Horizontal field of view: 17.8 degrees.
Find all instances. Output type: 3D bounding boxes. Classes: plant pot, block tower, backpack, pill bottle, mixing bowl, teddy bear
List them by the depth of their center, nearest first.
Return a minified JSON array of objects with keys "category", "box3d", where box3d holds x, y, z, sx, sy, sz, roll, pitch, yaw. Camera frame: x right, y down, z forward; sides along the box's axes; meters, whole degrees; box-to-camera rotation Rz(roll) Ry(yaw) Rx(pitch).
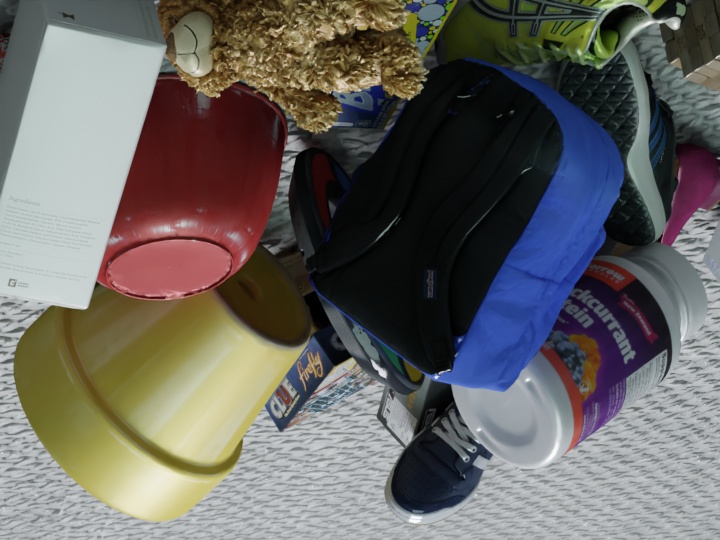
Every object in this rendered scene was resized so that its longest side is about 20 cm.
[{"category":"teddy bear","box3d":[-0.050,-0.151,1.473,0.199,0.067,0.145,16,143,16]},{"category":"backpack","box3d":[0.084,-0.040,1.586,0.167,0.162,0.201,9,111,-56]},{"category":"block tower","box3d":[0.305,-0.192,1.606,0.058,0.054,0.200,14,146,-39]},{"category":"mixing bowl","box3d":[-0.146,-0.048,1.696,0.199,0.109,0.200,-7,153,-3]},{"category":"pill bottle","box3d":[0.171,0.056,1.732,0.200,0.112,0.111,-32,170,-37]},{"category":"plant pot","box3d":[-0.146,0.068,1.852,0.189,0.201,0.200,-41,142,23]}]

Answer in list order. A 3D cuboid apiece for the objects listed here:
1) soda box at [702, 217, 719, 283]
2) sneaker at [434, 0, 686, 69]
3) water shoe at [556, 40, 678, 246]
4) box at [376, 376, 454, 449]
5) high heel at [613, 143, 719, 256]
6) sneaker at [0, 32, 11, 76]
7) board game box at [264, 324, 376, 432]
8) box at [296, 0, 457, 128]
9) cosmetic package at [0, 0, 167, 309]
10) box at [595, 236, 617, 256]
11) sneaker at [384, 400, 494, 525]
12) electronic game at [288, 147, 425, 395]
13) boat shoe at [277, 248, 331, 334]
[{"category":"soda box","box3d":[0.341,-0.046,1.873,0.068,0.064,0.200,-31,159,-17]},{"category":"sneaker","box3d":[0.133,-0.172,1.567,0.199,0.077,0.075,-24,152,33]},{"category":"water shoe","box3d":[0.196,-0.112,1.724,0.071,0.079,0.201,10,136,25]},{"category":"box","box3d":[0.100,0.044,1.897,0.158,0.048,0.201,-27,150,-31]},{"category":"high heel","box3d":[0.214,-0.025,1.852,0.200,0.067,0.096,-53,150,17]},{"category":"sneaker","box3d":[-0.224,-0.082,1.607,0.107,0.067,0.202,-7,135,-7]},{"category":"board game box","box3d":[0.022,0.056,1.937,0.199,0.035,0.136,-27,165,-33]},{"category":"box","box3d":[0.010,-0.173,1.542,0.070,0.065,0.200,1,151,-18]},{"category":"cosmetic package","box3d":[-0.197,-0.090,1.496,0.084,0.108,0.201,11,119,-19]},{"category":"box","box3d":[0.121,-0.037,1.757,0.044,0.161,0.200,27,-178,43]},{"category":"sneaker","box3d":[0.100,0.118,1.865,0.200,0.070,0.109,-38,160,-31]},{"category":"electronic game","box3d":[0.000,0.000,1.731,0.041,0.201,0.200,-23,151,12]},{"category":"boat shoe","box3d":[-0.037,0.023,1.911,0.073,0.070,0.200,8,149,-30]}]
